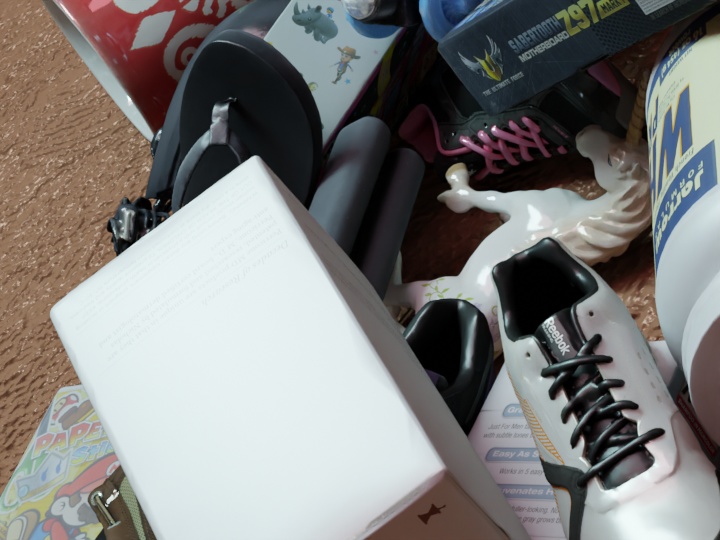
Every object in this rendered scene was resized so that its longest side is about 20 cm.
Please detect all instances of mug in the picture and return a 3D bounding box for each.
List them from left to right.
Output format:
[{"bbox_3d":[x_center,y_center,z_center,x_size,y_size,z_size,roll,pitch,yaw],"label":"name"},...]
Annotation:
[{"bbox_3d":[-0.102,-0.202,1.548,0.200,0.134,0.178,-38,34,-6],"label":"mug"}]

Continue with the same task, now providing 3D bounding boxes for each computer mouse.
[{"bbox_3d":[-0.094,-0.093,1.400,0.200,0.053,0.138,-51,7,-1],"label":"computer mouse"}]

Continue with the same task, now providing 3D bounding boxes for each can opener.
[{"bbox_3d":[0.000,0.000,1.153,0.067,0.053,0.200,-27,32,40],"label":"can opener"}]

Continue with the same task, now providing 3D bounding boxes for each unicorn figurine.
[{"bbox_3d":[0.076,-0.013,1.199,0.200,0.074,0.137,-59,35,-2],"label":"unicorn figurine"}]

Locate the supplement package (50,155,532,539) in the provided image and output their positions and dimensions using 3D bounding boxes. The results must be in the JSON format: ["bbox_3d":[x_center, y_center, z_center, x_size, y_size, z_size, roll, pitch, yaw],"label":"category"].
[{"bbox_3d":[-0.026,0.074,0.979,0.117,0.117,0.200,-36,47,4],"label":"supplement package"}]

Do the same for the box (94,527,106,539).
[{"bbox_3d":[-0.092,0.186,1.107,0.143,0.036,0.200,16,58,35],"label":"box"}]

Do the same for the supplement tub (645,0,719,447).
[{"bbox_3d":[0.196,-0.022,1.008,0.145,0.145,0.200,-23,35,22],"label":"supplement tub"}]

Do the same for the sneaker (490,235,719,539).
[{"bbox_3d":[0.096,0.064,0.956,0.074,0.080,0.200,-30,37,4],"label":"sneaker"}]

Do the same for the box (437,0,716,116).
[{"bbox_3d":[0.142,-0.158,1.111,0.158,0.051,0.200,-42,9,-27],"label":"box"}]

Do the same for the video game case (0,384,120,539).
[{"bbox_3d":[-0.122,0.126,1.255,0.200,0.023,0.182,-10,42,38],"label":"video game case"}]

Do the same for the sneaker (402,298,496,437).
[{"bbox_3d":[0.007,0.088,1.066,0.075,0.088,0.200,14,41,14],"label":"sneaker"}]

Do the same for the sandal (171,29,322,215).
[{"bbox_3d":[-0.066,-0.023,1.210,0.076,0.201,0.043,16,26,17],"label":"sandal"}]

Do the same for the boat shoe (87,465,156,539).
[{"bbox_3d":[-0.082,0.159,1.056,0.075,0.075,0.203,-25,36,4],"label":"boat shoe"}]

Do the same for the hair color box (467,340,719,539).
[{"bbox_3d":[0.080,0.124,1.021,0.099,0.061,0.200,-3,47,41],"label":"hair color box"}]

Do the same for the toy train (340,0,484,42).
[{"bbox_3d":[0.064,-0.184,1.229,0.200,0.115,0.087,-18,20,-40],"label":"toy train"}]

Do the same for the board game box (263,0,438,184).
[{"bbox_3d":[-0.010,-0.108,1.320,0.064,0.148,0.200,27,61,7],"label":"board game box"}]

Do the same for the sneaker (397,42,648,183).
[{"bbox_3d":[0.084,-0.080,1.270,0.095,0.079,0.200,-52,26,-9],"label":"sneaker"}]
